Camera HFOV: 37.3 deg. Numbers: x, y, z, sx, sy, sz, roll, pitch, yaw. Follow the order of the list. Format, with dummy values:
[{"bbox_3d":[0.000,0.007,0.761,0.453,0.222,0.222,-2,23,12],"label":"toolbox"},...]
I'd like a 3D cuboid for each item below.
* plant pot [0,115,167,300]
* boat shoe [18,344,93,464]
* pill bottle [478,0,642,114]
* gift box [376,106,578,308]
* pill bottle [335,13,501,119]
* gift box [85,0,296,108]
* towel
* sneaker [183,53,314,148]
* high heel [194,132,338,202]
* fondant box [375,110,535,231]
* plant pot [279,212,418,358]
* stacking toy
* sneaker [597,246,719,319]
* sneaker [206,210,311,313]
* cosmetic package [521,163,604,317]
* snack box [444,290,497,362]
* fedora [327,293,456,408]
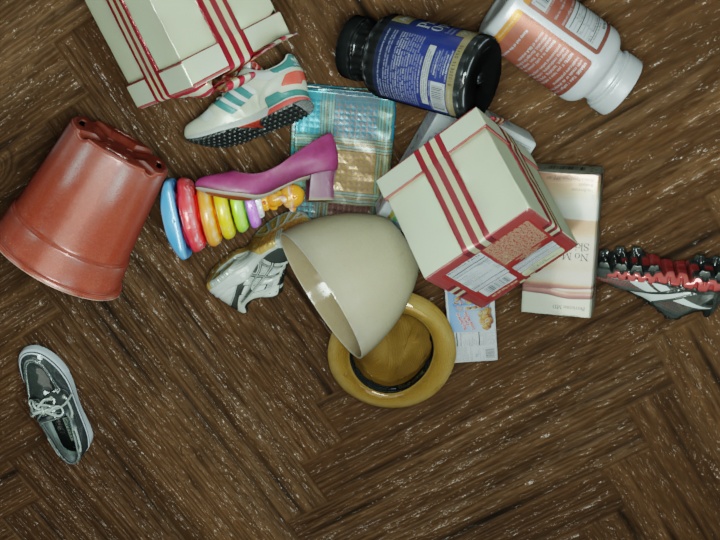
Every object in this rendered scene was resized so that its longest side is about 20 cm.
[{"bbox_3d":[-0.377,-0.094,1.482,0.201,0.201,0.195,31,104,-9],"label":"plant pot"},{"bbox_3d":[-0.486,0.214,1.677,0.073,0.068,0.200,-12,111,8],"label":"boat shoe"},{"bbox_3d":[0.262,-0.293,1.388,0.200,0.112,0.112,33,111,-10],"label":"pill bottle"},{"bbox_3d":[0.147,-0.077,1.373,0.184,0.187,0.200,-32,151,16],"label":"gift box"},{"bbox_3d":[0.072,-0.269,1.381,0.200,0.112,0.112,20,116,26],"label":"pill bottle"},{"bbox_3d":[-0.203,-0.318,1.350,0.200,0.184,0.187,-33,107,-27],"label":"gift box"},{"bbox_3d":[-0.027,-0.162,1.513,0.146,0.022,0.200,4,113,3],"label":"towel"},{"bbox_3d":[-0.159,-0.236,1.475,0.199,0.070,0.094,-16,78,25],"label":"sneaker"},{"bbox_3d":[-0.128,-0.144,1.462,0.200,0.067,0.096,1,88,-23],"label":"high heel"},{"bbox_3d":[0.129,-0.132,1.487,0.144,0.058,0.200,25,111,-15],"label":"fondant box"},{"bbox_3d":[0.000,0.000,1.450,0.134,0.200,0.201,-32,109,-11],"label":"plant pot"},{"bbox_3d":[-0.177,-0.092,1.517,0.199,0.110,0.116,-12,97,-2],"label":"stacking toy"},{"bbox_3d":[0.427,0.023,1.533,0.200,0.071,0.098,7,123,8],"label":"sneaker"},{"bbox_3d":[-0.131,-0.011,1.561,0.200,0.076,0.088,-33,114,28],"label":"sneaker"},{"bbox_3d":[0.281,-0.044,1.482,0.103,0.087,0.201,3,104,15],"label":"cosmetic package"},{"bbox_3d":[0.161,0.057,1.560,0.072,0.024,0.200,-3,130,6],"label":"snack box"},{"bbox_3d":[0.048,0.107,1.589,0.200,0.082,0.201,2,116,4],"label":"fedora"}]
